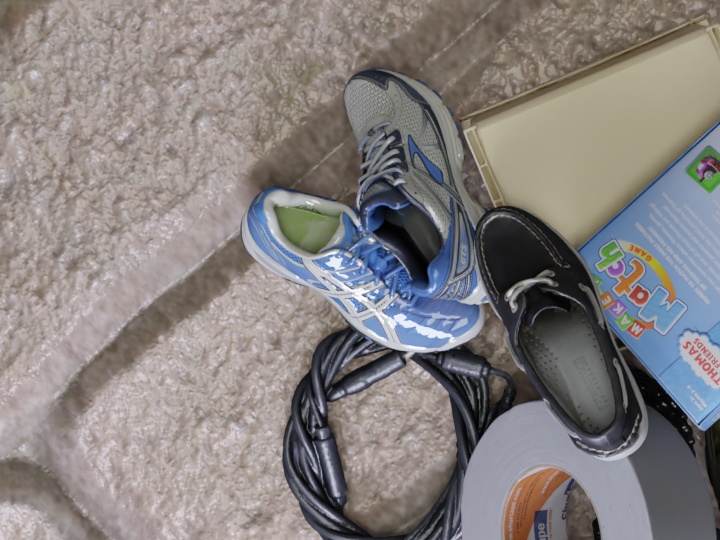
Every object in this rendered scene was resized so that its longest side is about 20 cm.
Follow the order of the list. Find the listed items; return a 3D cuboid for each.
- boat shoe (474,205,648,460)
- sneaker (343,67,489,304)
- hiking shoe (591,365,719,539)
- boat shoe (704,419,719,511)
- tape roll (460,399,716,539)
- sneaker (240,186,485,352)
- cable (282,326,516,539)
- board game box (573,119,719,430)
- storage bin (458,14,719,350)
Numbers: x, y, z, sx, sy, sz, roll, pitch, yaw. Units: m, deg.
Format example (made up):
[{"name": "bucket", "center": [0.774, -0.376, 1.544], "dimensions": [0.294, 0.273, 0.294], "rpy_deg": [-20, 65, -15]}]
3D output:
[{"name": "boat shoe", "center": [0.130, 0.036, 1.302], "dimensions": [0.074, 0.060, 0.200], "rpy_deg": [-27, 68, 12]}, {"name": "sneaker", "center": [0.033, -0.064, 1.390], "dimensions": [0.077, 0.085, 0.200], "rpy_deg": [-48, 62, 41]}, {"name": "hiking shoe", "center": [0.200, 0.167, 1.421], "dimensions": [0.101, 0.076, 0.200], "rpy_deg": [-43, 48, 40]}, {"name": "boat shoe", "center": [0.289, 0.170, 1.373], "dimensions": [0.073, 0.200, 0.065], "rpy_deg": [-33, 119, 2]}, {"name": "tape roll", "center": [0.159, 0.189, 1.370], "dimensions": [0.066, 0.200, 0.201], "rpy_deg": [-1, 99, -38]}, {"name": "sneaker", "center": [0.000, 0.000, 1.422], "dimensions": [0.200, 0.077, 0.076], "rpy_deg": [25, 75, 3]}, {"name": "cable", "center": [0.019, 0.138, 1.463], "dimensions": [0.163, 0.051, 0.200], "rpy_deg": [23, 98, 1]}, {"name": "board game box", "center": [0.259, -0.012, 1.320], "dimensions": [0.200, 0.037, 0.151], "rpy_deg": [-42, 71, 7]}, {"name": "storage bin", "center": [0.202, -0.058, 1.408], "dimensions": [0.200, 0.094, 0.199], "rpy_deg": [-22, 95, 6]}]
